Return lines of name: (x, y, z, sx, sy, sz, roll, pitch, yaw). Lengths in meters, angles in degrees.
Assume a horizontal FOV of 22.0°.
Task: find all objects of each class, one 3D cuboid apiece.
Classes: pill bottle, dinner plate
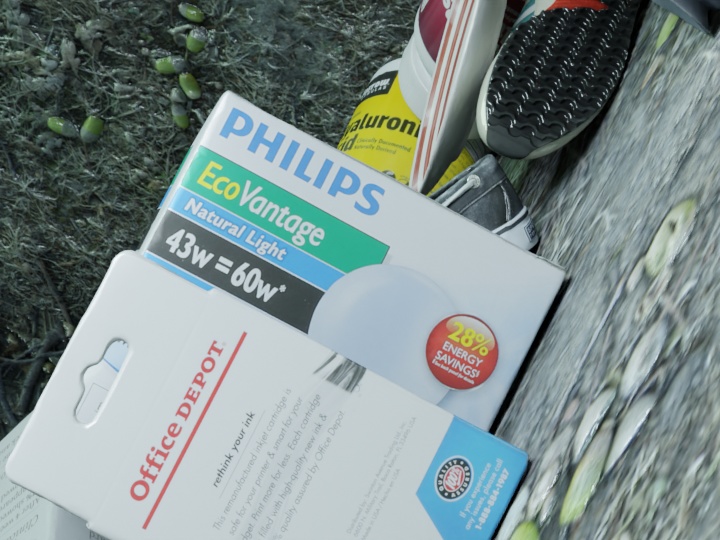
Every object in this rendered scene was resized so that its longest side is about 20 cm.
pill bottle: (0.102, -0.182, 1.289, 0.110, 0.109, 0.200, -66, 6, -35)
pill bottle: (0.042, -0.093, 1.421, 0.201, 0.111, 0.111, -65, 6, -30)
dinner plate: (0.065, -0.134, 1.149, 0.200, 0.024, 0.201, -165, 90, -85)

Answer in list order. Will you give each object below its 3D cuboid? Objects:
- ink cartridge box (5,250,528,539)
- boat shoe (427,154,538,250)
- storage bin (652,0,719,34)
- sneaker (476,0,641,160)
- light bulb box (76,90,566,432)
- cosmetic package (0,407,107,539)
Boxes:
ink cartridge box: (-0.042, 0.085, 0.815, 0.116, 0.199, 0.067, -62, 5, -4)
boat shoe: (0.000, 0.000, 1.050, 0.199, 0.068, 0.074, -28, 10, 8)
storage bin: (0.151, -0.221, 0.927, 0.135, 0.145, 0.200, -51, 7, 9)
sneaker: (0.119, -0.125, 1.109, 0.094, 0.070, 0.200, 112, -176, -57)
light bulb box: (-0.032, 0.045, 0.945, 0.201, 0.197, 0.125, -64, 7, -5)
cosmetic package: (-0.154, 0.210, 1.024, 0.167, 0.166, 0.201, -40, 31, 27)
